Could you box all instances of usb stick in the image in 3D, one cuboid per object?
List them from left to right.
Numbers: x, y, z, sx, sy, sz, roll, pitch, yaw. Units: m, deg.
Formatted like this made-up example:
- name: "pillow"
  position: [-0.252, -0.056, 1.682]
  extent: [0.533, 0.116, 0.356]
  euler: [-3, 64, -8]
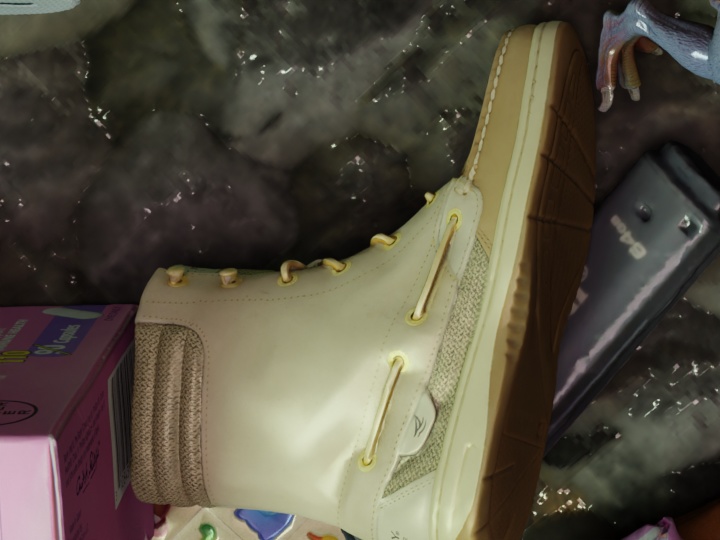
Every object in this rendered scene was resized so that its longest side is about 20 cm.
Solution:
- name: "usb stick"
  position: [0.065, 0.039, 0.972]
  extent: [0.033, 0.056, 0.200]
  euler: [30, 108, -35]

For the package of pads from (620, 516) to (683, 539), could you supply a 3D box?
- name: "package of pads"
  position: [0.117, 0.198, 0.969]
  extent: [0.120, 0.076, 0.200]
  euler: [-30, 113, 20]

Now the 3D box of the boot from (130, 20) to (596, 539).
- name: "boot"
  position: [0.000, 0.000, 0.949]
  extent: [0.154, 0.073, 0.202]
  euler: [8, 81, 25]

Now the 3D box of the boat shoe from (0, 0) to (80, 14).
- name: "boat shoe"
  position: [-0.195, -0.127, 0.940]
  extent: [0.198, 0.072, 0.063]
  euler: [2, 82, -1]

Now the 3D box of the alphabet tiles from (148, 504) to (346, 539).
- name: "alphabet tiles"
  position: [-0.047, 0.170, 1.042]
  extent: [0.200, 0.008, 0.167]
  euler: [43, 105, -8]

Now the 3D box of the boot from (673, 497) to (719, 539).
- name: "boot"
  position: [0.141, 0.080, 0.987]
  extent: [0.199, 0.069, 0.189]
  euler: [-32, 110, 19]

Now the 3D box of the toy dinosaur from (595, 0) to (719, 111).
- name: "toy dinosaur"
  position: [0.158, -0.076, 0.875]
  extent: [0.199, 0.181, 0.106]
  euler: [21, 86, -46]

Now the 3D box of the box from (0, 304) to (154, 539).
- name: "box"
  position: [-0.186, 0.079, 0.932]
  extent: [0.198, 0.176, 0.098]
  euler: [-1, 103, 6]
